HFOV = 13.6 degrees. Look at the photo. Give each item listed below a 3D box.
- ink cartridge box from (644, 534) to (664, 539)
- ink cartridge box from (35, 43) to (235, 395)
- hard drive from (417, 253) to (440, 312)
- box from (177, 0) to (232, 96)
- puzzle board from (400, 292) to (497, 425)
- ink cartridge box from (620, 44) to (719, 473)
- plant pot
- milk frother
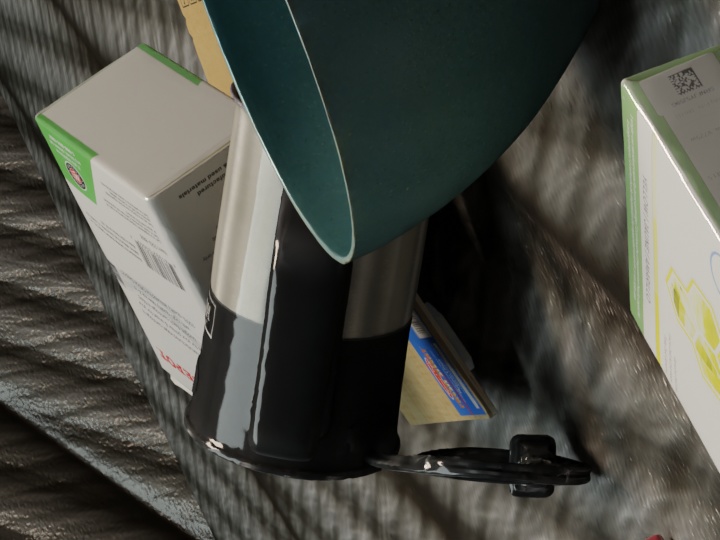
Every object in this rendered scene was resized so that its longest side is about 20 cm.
[{"bbox_3d":[0.157,0.253,1.441,0.146,0.084,0.200,79,164,-50],"label":"ink cartridge box"},{"bbox_3d":[-0.086,-0.011,1.730,0.146,0.084,0.201,34,154,50],"label":"ink cartridge box"},{"bbox_3d":[-0.006,-0.029,1.828,0.200,0.042,0.135,-129,19,-55],"label":"hard drive"},{"bbox_3d":[-0.052,-0.109,1.748,0.164,0.021,0.200,70,163,-5],"label":"box"},{"bbox_3d":[0.000,0.000,1.691,0.200,0.017,0.151,55,164,-6],"label":"puzzle board"},{"bbox_3d":[0.155,0.038,1.071,0.146,0.048,0.201,82,166,-54],"label":"ink cartridge box"},{"bbox_3d":[0.017,-0.121,1.207,0.200,0.134,0.201,158,90,-80],"label":"plant pot"},{"bbox_3d":[0.024,0.015,1.547,0.181,0.199,0.189,-121,37,-64],"label":"milk frother"}]
